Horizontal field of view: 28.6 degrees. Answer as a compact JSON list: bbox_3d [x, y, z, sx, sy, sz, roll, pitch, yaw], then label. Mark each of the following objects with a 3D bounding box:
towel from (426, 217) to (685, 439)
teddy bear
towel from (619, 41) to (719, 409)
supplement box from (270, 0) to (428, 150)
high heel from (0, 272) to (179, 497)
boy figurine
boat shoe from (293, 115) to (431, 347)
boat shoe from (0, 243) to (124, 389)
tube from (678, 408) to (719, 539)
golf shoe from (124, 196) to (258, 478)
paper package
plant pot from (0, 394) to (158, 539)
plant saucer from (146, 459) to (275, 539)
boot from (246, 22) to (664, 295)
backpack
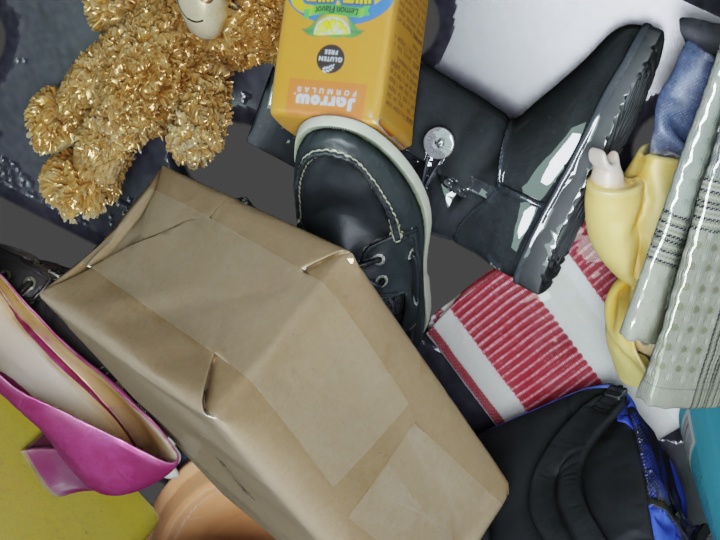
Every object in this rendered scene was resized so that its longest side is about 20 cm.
[{"bbox_3d":[0.156,0.032,0.841,0.199,0.023,0.145,-36,96,19],"label":"towel"},{"bbox_3d":[-0.125,-0.115,0.817,0.198,0.067,0.147,-21,56,30],"label":"teddy bear"},{"bbox_3d":[0.226,-0.021,0.745,0.034,0.191,0.203,27,107,49],"label":"towel"},{"bbox_3d":[0.002,-0.171,0.764,0.066,0.069,0.203,6,87,16],"label":"supplement box"},{"bbox_3d":[-0.178,0.041,0.768,0.095,0.067,0.202,-15,109,35],"label":"high heel"},{"bbox_3d":[0.172,-0.032,0.761,0.123,0.064,0.202,15,99,-22],"label":"boy figurine"},{"bbox_3d":[-0.002,0.000,0.784,0.073,0.067,0.200,10,147,13],"label":"boat shoe"},{"bbox_3d":[-0.213,0.023,0.853,0.198,0.065,0.074,16,90,33],"label":"boat shoe"},{"bbox_3d":[0.202,0.130,0.747,0.050,0.201,0.078,-28,110,19],"label":"tube"},{"bbox_3d":[-0.106,0.043,0.881,0.088,0.077,0.201,32,113,-16],"label":"golf shoe"},{"bbox_3d":[-0.045,0.066,0.753,0.104,0.190,0.201,-48,130,-15],"label":"paper package"},{"bbox_3d":[-0.279,0.170,0.836,0.199,0.177,0.200,-27,111,37],"label":"plant pot"},{"bbox_3d":[-0.052,0.204,0.922,0.197,0.032,0.203,3,105,11],"label":"plant saucer"},{"bbox_3d":[0.052,-0.103,0.810,0.198,0.066,0.166,29,89,17],"label":"boot"},{"bbox_3d":[0.126,0.192,0.785,0.161,0.201,0.168,-30,120,19],"label":"backpack"}]
